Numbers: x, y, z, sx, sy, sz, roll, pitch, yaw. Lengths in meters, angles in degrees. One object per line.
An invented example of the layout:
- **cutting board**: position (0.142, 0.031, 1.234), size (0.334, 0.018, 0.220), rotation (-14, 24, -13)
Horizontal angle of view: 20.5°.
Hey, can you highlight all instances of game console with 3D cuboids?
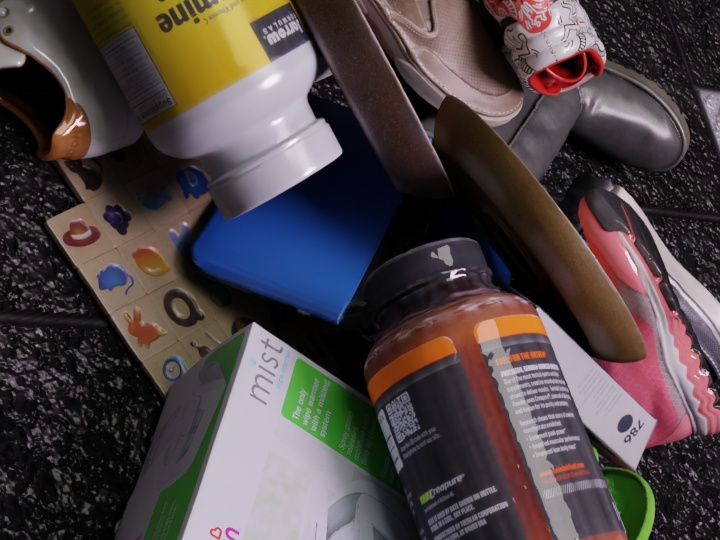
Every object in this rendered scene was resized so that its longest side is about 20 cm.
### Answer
- **game console**: position (0.000, 0.000, 1.281), size (0.172, 0.117, 0.201), rotation (68, 32, -30)

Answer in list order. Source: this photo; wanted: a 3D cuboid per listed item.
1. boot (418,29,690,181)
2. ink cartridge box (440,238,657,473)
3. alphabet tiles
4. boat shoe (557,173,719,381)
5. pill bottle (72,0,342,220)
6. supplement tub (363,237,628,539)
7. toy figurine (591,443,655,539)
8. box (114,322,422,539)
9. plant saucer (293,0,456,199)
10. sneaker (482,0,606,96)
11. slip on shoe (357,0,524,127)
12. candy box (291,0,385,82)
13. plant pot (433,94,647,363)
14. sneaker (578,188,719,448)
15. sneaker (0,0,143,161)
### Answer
- **boot**: position (0.135, -0.090, 1.424), size (0.181, 0.073, 0.200), rotation (33, 37, 1)
- **ink cartridge box**: position (0.118, 0.060, 1.243), size (0.099, 0.039, 0.200), rotation (37, -5, 45)
- **alphabet tiles**: position (-0.098, -0.002, 1.216), size (0.166, 0.006, 0.201), rotation (-30, 84, -47)
- **boat shoe**: position (0.188, 0.031, 1.399), size (0.200, 0.075, 0.093), rotation (47, 74, -23)
- **pill bottle**: position (-0.092, -0.136, 1.153), size (0.112, 0.112, 0.201), rotation (-37, 100, -47)
- **supplement tub**: position (0.067, 0.086, 1.083), size (0.106, 0.107, 0.201), rotation (-4, 67, -41)
- **toy figurine**: position (0.161, 0.225, 1.219), size (0.184, 0.150, 0.200), rotation (51, 16, -18)
- **box**: position (-0.041, 0.164, 1.087), size (0.176, 0.097, 0.201), rotation (36, 46, -19)
- **plant saucer**: position (-0.002, -0.125, 1.215), size (0.201, 0.034, 0.200), rotation (61, 1, -2)
- **sneaker**: position (0.126, -0.173, 1.386), size (0.109, 0.067, 0.201), rotation (66, 10, 4)
- **slip on shoe**: position (0.046, -0.178, 1.331), size (0.200, 0.060, 0.076), rotation (47, 45, -15)
- **candy box**: position (-0.027, -0.210, 1.376), size (0.200, 0.061, 0.137), rotation (-30, 84, -48)
- **plant pot**: position (0.102, -0.019, 1.215), size (0.027, 0.200, 0.201), rotation (-37, 87, -3)
- **sneaker**: position (0.173, 0.042, 1.317), size (0.074, 0.086, 0.201), rotation (-95, 160, -62)
- **sneaker**: position (-0.206, -0.155, 1.180), size (0.084, 0.073, 0.201), rotation (-24, 78, -44)
